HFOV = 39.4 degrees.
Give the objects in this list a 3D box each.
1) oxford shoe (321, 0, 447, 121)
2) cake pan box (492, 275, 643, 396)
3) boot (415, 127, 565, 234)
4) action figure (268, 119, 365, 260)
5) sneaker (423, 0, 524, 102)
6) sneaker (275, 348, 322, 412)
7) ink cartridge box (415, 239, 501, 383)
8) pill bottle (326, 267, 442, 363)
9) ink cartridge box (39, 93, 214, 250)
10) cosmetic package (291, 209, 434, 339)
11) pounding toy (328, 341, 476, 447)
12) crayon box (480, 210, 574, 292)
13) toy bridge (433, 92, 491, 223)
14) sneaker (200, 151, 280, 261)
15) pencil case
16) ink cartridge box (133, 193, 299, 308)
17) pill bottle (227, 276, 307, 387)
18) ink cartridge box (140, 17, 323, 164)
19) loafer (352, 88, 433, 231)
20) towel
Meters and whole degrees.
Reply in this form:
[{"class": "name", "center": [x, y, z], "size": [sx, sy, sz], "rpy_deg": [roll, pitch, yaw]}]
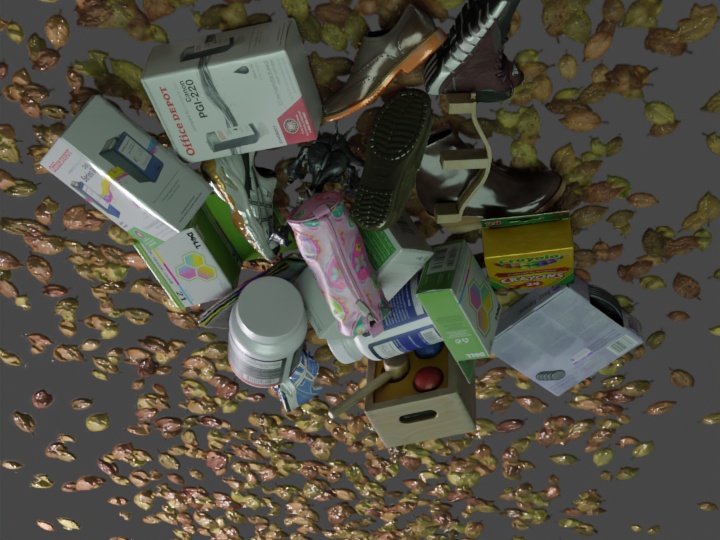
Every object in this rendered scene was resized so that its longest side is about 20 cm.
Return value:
[{"class": "oxford shoe", "center": [0.016, -0.266, 1.294], "size": [0.200, 0.071, 0.073], "rpy_deg": [-35, 103, 26]}, {"class": "cake pan box", "center": [0.326, 0.102, 1.620], "size": [0.184, 0.052, 0.200], "rpy_deg": [30, 129, -25]}, {"class": "boot", "center": [0.166, -0.132, 1.393], "size": [0.199, 0.073, 0.166], "rpy_deg": [-19, 132, 25]}, {"class": "action figure", "center": [-0.057, -0.120, 1.407], "size": [0.118, 0.102, 0.201], "rpy_deg": [24, 102, -1]}, {"class": "sneaker", "center": [0.172, -0.282, 1.261], "size": [0.115, 0.076, 0.200], "rpy_deg": [19, 142, -20]}, {"class": "sneaker", "center": [-0.117, 0.147, 1.694], "size": [0.077, 0.076, 0.201], "rpy_deg": [-21, 132, -11]}, {"class": "ink cartridge box", "center": [0.158, 0.063, 1.479], "size": [0.059, 0.104, 0.200], "rpy_deg": [-10, 130, 30]}, {"class": "pill bottle", "center": [0.051, 0.074, 1.568], "size": [0.199, 0.116, 0.116], "rpy_deg": [-19, 129, 21]}, {"class": "ink cartridge box", "center": [-0.321, -0.130, 1.368], "size": [0.200, 0.088, 0.145], "rpy_deg": [42, 155, -17]}, {"class": "cosmetic package", "center": [0.000, 0.000, 1.475], "size": [0.085, 0.108, 0.200], "rpy_deg": [5, 134, -51]}, {"class": "pounding toy", "center": [0.071, 0.185, 1.624], "size": [0.199, 0.185, 0.142], "rpy_deg": [-14, 131, 17]}, {"class": "crayon box", "center": [0.242, -0.025, 1.446], "size": [0.126, 0.051, 0.200], "rpy_deg": [-7, 160, 11]}, {"class": "toy bridge", "center": [0.139, -0.149, 1.333], "size": [0.067, 0.027, 0.201], "rpy_deg": [-3, 132, -7]}, {"class": "sneaker", "center": [-0.145, -0.099, 1.427], "size": [0.088, 0.076, 0.200], "rpy_deg": [-40, 136, -15]}, {"class": "pencil case", "center": [-0.025, -0.006, 1.354], "size": [0.087, 0.088, 0.201], "rpy_deg": [-16, 114, 18]}, {"class": "ink cartridge box", "center": [-0.214, -0.037, 1.510], "size": [0.199, 0.076, 0.148], "rpy_deg": [-13, 131, 18]}, {"class": "pill bottle", "center": [-0.138, 0.091, 1.493], "size": [0.115, 0.116, 0.200], "rpy_deg": [9, 154, -5]}, {"class": "ink cartridge box", "center": [-0.165, -0.232, 1.317], "size": [0.199, 0.085, 0.146], "rpy_deg": [-8, 132, 14]}, {"class": "loafer", "center": [0.044, -0.146, 1.348], "size": [0.076, 0.201, 0.067], "rpy_deg": [22, 179, 19]}, {"class": "towel", "center": [-0.142, 0.038, 1.557], "size": [0.200, 0.023, 0.143], "rpy_deg": [-32, 159, 21]}]
